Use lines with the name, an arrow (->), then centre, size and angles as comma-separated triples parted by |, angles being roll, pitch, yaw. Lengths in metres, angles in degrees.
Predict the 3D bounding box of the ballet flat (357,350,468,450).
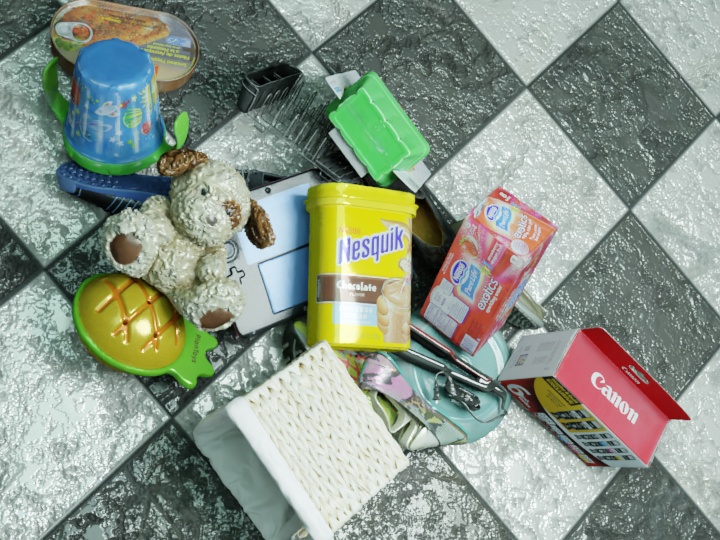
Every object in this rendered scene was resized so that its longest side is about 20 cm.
ballet flat -> 0.061, 0.187, 1.387 | 0.200, 0.069, 0.072 | 45, 67, -29

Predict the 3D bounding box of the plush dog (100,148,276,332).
plush dog -> -0.202, -0.053, 1.296 | 0.199, 0.160, 0.172 | 39, 93, -24

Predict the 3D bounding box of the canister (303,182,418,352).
canister -> 0.000, 0.000, 1.374 | 0.146, 0.086, 0.204 | 5, 82, -30

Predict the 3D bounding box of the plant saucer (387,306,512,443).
plant saucer -> 0.133, 0.139, 1.487 | 0.196, 0.036, 0.204 | 5, 75, -17

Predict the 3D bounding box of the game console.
game console -> -0.099, -0.027, 1.397 | 0.197, 0.031, 0.180 | -20, 91, -22

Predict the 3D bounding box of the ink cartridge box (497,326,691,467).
ink cartridge box -> 0.316, 0.175, 1.446 | 0.200, 0.175, 0.084 | 42, 66, -15

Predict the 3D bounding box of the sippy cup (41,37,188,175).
sippy cup -> -0.311, -0.215, 1.350 | 0.174, 0.131, 0.141 | -4, 52, -17

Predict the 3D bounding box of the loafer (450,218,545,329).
loafer -> 0.199, 0.000, 1.523 | 0.070, 0.075, 0.200 | -44, 92, -19

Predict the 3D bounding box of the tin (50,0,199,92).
tin -> -0.318, -0.301, 1.435 | 0.196, 0.042, 0.114 | 8, 60, -17

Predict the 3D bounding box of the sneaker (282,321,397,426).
sneaker -> -0.023, 0.138, 1.419 | 0.201, 0.078, 0.090 | 49, 59, -8

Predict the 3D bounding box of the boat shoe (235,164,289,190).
boat shoe -> -0.150, -0.105, 1.438 | 0.196, 0.062, 0.076 | 8, 75, -16

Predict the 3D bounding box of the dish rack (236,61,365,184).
dish rack -> -0.065, -0.197, 1.444 | 0.199, 0.055, 0.153 | 38, 27, 6

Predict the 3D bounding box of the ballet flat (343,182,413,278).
ballet flat -> 0.008, -0.063, 1.483 | 0.073, 0.073, 0.201 | -36, 86, -23

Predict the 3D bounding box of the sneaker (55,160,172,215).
sneaker -> -0.300, -0.086, 1.380 | 0.196, 0.079, 0.070 | 13, 35, 7

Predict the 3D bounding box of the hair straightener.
hair straightener -> 0.118, 0.151, 1.444 | 0.198, 0.041, 0.078 | 34, 68, -12

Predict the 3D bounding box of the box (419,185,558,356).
box -> 0.167, 0.003, 1.415 | 0.099, 0.202, 0.095 | 37, 47, 15

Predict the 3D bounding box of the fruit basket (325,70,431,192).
fruit basket -> 0.024, -0.187, 1.435 | 0.093, 0.200, 0.186 | -37, 94, 11

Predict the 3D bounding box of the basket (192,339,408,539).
basket -> -0.078, 0.219, 1.310 | 0.160, 0.198, 0.201 | -36, 89, -27

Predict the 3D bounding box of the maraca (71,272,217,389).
maraca -> -0.267, 0.074, 1.331 | 0.198, 0.107, 0.139 | 26, 46, -26

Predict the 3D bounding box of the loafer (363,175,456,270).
loafer -> 0.068, -0.093, 1.480 | 0.073, 0.072, 0.200 | -42, 71, -2
